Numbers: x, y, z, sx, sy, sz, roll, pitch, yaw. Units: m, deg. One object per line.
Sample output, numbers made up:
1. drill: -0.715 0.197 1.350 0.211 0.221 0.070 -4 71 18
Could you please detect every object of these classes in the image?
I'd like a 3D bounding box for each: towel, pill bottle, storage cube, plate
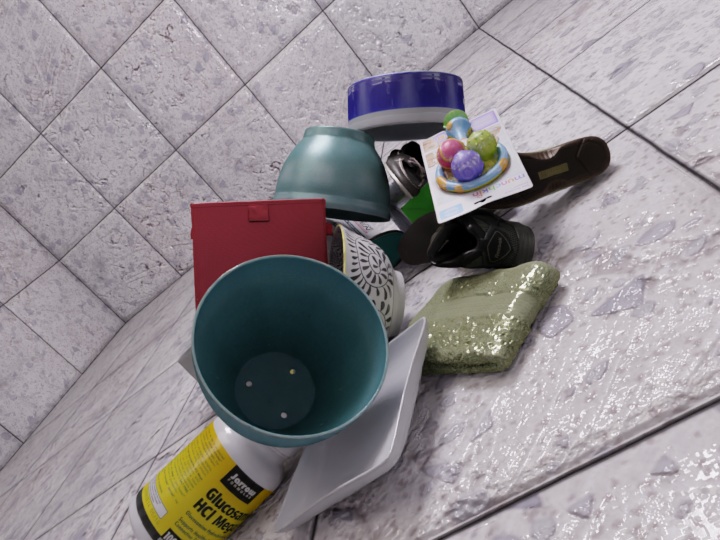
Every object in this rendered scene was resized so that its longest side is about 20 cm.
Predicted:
1. towel: 0.121 0.056 0.667 0.149 0.037 0.199 -52 19 -26
2. pill bottle: -0.166 0.247 0.703 0.200 0.113 0.112 -44 17 -4
3. storage cube: -0.136 0.000 0.826 0.198 0.182 0.171 -2 0 -10
4. plate: 0.000 0.167 0.625 0.200 0.032 0.200 -44 14 35

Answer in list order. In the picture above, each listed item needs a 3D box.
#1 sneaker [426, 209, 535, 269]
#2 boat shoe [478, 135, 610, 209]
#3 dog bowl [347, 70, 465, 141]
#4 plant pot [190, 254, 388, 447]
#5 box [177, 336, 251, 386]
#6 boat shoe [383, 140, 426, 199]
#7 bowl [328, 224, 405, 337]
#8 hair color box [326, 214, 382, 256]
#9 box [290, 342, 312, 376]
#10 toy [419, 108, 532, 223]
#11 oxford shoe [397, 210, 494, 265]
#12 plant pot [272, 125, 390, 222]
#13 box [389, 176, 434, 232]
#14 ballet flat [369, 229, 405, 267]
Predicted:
1. sneaker: 0.127 -0.045 0.757 0.199 0.113 0.077 -138 57 -72
2. boat shoe: 0.222 -0.122 0.777 0.198 0.072 0.076 -10 1 7
3. dog bowl: 0.076 -0.271 0.989 0.198 0.080 0.200 -3 4 0
4. plant pot: -0.082 0.104 0.636 0.201 0.199 0.135 -55 -6 -37
5. box: -0.196 0.110 1.046 0.200 0.131 0.199 -42 12 1
6. boat shoe: 0.078 -0.172 0.946 0.057 0.067 0.200 -41 16 15
7. bowl: 0.006 0.042 0.798 0.201 0.093 0.203 -176 90 -81
8. hair color box: -0.059 -0.034 1.058 0.199 0.100 0.061 -29 -26 -33
9. box: -0.089 0.127 0.816 0.200 0.050 0.076 174 99 -72
10. toy: 0.131 -0.150 0.737 0.114 0.047 0.201 -22 35 15
11. oxford shoe: 0.146 -0.072 0.906 0.199 0.072 0.071 -34 -9 24
12. plant pot: -0.041 -0.159 0.970 0.200 0.198 0.136 -171 88 -69
13. box: 0.142 -0.151 1.021 0.200 0.097 0.176 -43 16 -2
14. ballet flat: 0.000 0.000 1.025 0.200 0.067 0.064 -42 7 -3
